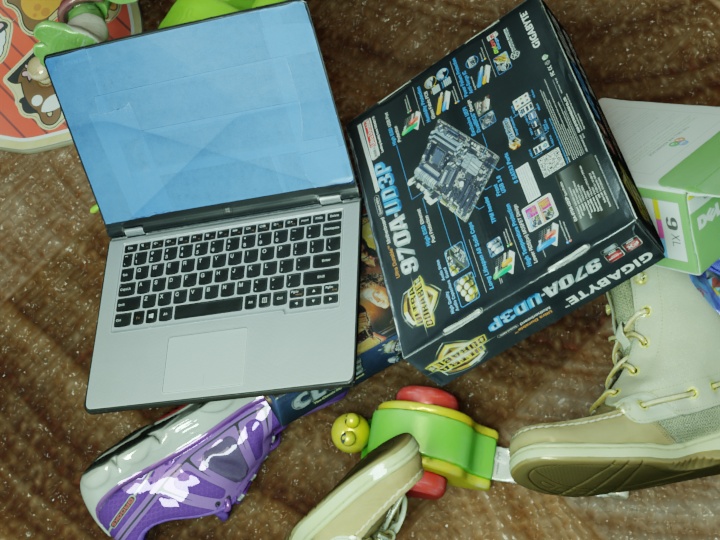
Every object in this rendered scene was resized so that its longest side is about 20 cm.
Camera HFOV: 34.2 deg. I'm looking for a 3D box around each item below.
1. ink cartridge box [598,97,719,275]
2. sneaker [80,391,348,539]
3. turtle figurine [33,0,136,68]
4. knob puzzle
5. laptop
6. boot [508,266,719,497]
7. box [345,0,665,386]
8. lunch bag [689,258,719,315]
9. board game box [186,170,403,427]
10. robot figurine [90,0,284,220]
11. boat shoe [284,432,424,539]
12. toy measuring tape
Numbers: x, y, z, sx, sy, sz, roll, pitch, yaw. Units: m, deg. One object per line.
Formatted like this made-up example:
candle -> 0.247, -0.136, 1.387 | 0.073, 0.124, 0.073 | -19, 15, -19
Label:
ink cartridge box -> 0.199, -0.054, 0.726 | 0.103, 0.060, 0.199 | -34, 28, -28
sneaker -> -0.091, 0.122, 0.800 | 0.198, 0.081, 0.084 | -30, 97, -2
turtle figurine -> -0.210, -0.244, 0.833 | 0.142, 0.201, 0.195 | -22, 40, 11
knob puzzle -> -0.258, -0.181, 0.927 | 0.216, 0.030, 0.224 | -2, 73, 8
laptop -> -0.103, -0.034, 0.719 | 0.184, 0.116, 0.203 | -8, 60, 19
boot -> 0.170, 0.055, 0.741 | 0.197, 0.072, 0.157 | -4, 67, -20
box -> 0.080, -0.054, 0.720 | 0.158, 0.046, 0.202 | -32, 48, 21
lunch bag -> 0.311, 0.008, 0.736 | 0.150, 0.095, 0.199 | -37, 60, -27
board game box -> 0.000, 0.000, 0.784 | 0.198, 0.035, 0.136 | -28, 54, -16
robot figurine -> -0.113, -0.113, 0.837 | 0.174, 0.116, 0.202 | 26, 80, 22
boat shoe -> -0.014, 0.178, 0.726 | 0.063, 0.073, 0.201 | 44, 118, 9
toy measuring tape -> 0.076, 0.117, 0.756 | 0.197, 0.074, 0.075 | 8, 75, 12
